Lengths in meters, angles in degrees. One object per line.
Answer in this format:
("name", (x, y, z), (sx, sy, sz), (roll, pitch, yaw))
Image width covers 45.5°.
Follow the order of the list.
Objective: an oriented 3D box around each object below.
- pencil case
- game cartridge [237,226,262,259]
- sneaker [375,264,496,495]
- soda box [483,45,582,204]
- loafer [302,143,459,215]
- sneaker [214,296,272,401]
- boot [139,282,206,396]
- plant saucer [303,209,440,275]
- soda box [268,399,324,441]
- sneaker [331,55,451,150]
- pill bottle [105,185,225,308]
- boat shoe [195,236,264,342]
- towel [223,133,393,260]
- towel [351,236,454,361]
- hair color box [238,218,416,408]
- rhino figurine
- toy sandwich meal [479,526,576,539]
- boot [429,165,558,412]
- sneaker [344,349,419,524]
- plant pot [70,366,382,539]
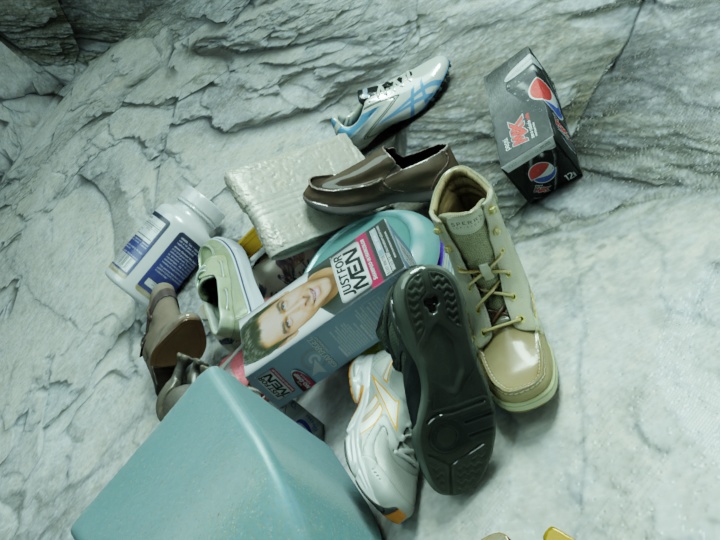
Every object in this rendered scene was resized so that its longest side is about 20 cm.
("pencil case", (-0.129, 0.021, 1.148), (0.200, 0.078, 0.090), (-43, 11, 8))
("game cartridge", (-0.114, -0.077, 1.191), (0.200, 0.032, 0.176), (-48, 8, -39))
("sneaker", (0.065, 0.093, 0.767), (0.076, 0.201, 0.114), (-14, 4, -6))
("soda box", (0.192, -0.170, 0.977), (0.070, 0.063, 0.201), (-31, 34, 25))
("loafer", (0.025, -0.119, 1.041), (0.198, 0.072, 0.073), (-9, 27, 2))
("sneaker", (-0.116, 0.111, 1.031), (0.086, 0.074, 0.201), (-9, 47, 44))
("boot", (-0.270, 0.077, 1.210), (0.201, 0.070, 0.147), (-58, 36, 40))
("plant saucer", (0.000, 0.000, 0.997), (0.199, 0.027, 0.201), (-27, 36, 21))
("soda box", (-0.136, 0.212, 0.945), (0.199, 0.068, 0.064), (-29, 35, 27))
("sneaker", (0.043, -0.250, 1.250), (0.199, 0.072, 0.072), (-34, 31, 19))
("pill bottle", (-0.317, -0.038, 1.421), (0.200, 0.111, 0.111), (-52, 31, -8))
("boat shoe", (-0.171, 0.016, 1.060), (0.200, 0.062, 0.072), (51, 124, 50))
("towel", (-0.063, -0.098, 1.095), (0.199, 0.133, 0.035), (-22, -21, -32))
("towel", (0.051, 0.026, 0.969), (0.199, 0.023, 0.144), (-22, 38, 37))
("hair color box", (-0.030, 0.044, 0.899), (0.199, 0.061, 0.099), (-35, 33, 10))
("rhino figurine", (-0.171, 0.150, 0.933), (0.200, 0.060, 0.088), (11, 77, 60))
("toy sandwich meal", (0.122, 0.260, 0.561), (0.204, 0.070, 0.206), (-32, 34, 24))
("boot", (0.115, 0.012, 0.767), (0.071, 0.155, 0.201), (-18, 36, 10))
("sneaker", (0.040, 0.138, 0.807), (0.092, 0.076, 0.201), (-29, 36, 20))
("plant pot", (-0.092, 0.244, 0.743), (0.197, 0.196, 0.200), (-50, 39, -4))
